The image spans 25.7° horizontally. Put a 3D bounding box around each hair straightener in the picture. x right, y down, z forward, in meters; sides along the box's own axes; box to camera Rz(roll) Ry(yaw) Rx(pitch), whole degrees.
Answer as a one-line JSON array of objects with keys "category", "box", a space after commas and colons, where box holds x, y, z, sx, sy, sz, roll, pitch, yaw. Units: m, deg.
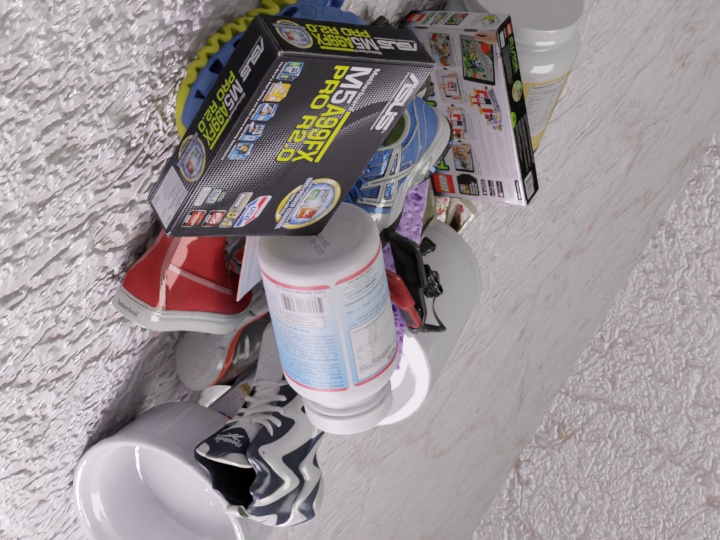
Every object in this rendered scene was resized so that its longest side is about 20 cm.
[{"category": "hair straightener", "box": [0.062, 0.010, 1.533, 0.077, 0.041, 0.200, -58, 153, -13]}]

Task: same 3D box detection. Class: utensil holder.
[{"category": "utensil holder", "box": [0.028, 0.053, 1.740, 0.170, 0.170, 0.200, -65, 175, 35]}]

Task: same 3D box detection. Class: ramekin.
[{"category": "ramekin", "box": [-0.178, 0.228, 1.581, 0.098, 0.200, 0.201, -46, 164, -50]}]

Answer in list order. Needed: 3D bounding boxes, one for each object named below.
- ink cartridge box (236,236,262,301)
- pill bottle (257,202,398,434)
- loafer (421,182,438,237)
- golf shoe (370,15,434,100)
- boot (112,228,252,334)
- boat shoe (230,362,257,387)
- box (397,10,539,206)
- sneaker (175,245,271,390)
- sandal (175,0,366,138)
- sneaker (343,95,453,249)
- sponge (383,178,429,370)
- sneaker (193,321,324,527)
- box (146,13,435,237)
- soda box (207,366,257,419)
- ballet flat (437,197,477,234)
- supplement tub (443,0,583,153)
[{"category": "ink cartridge box", "box": [-0.067, -0.094, 1.414, 0.174, 0.044, 0.200, -41, 151, -48]}, {"category": "pill bottle", "box": [-0.024, 0.046, 1.410, 0.109, 0.109, 0.200, -41, 137, -35]}, {"category": "loafer", "box": [0.048, -0.061, 1.699, 0.068, 0.076, 0.200, 58, 40, -38]}, {"category": "golf shoe", "box": [0.017, -0.162, 1.529, 0.088, 0.077, 0.200, -40, 160, -20]}, {"category": "boot", "box": [-0.130, -0.020, 1.430, 0.144, 0.072, 0.200, -61, 162, 10]}, {"category": "boat shoe", "box": [-0.095, 0.047, 1.657, 0.066, 0.072, 0.200, -35, 145, -46]}, {"category": "box", "box": [0.109, -0.161, 1.574, 0.035, 0.110, 0.200, -50, 138, -42]}, {"category": "sneaker", "box": [-0.104, 0.040, 1.576, 0.200, 0.077, 0.082, -48, 146, 22]}, {"category": "sandal", "box": [-0.067, -0.167, 1.271, 0.200, 0.087, 0.080, -46, 163, -18]}, {"category": "sneaker", "box": [0.005, -0.082, 1.480, 0.077, 0.076, 0.200, 43, 73, -44]}, {"category": "sponge", "box": [0.000, 0.000, 1.574, 0.111, 0.030, 0.200, 6, 96, -25]}, {"category": "sneaker", "box": [-0.097, 0.142, 1.482, 0.130, 0.079, 0.199, 6, 89, -54]}, {"category": "box", "box": [-0.056, -0.109, 1.246, 0.160, 0.044, 0.200, -1, 139, -42]}, {"category": "soda box", "box": [-0.134, 0.165, 1.671, 0.064, 0.068, 0.200, -39, 180, -40]}, {"category": "ballet flat", "box": [0.124, -0.098, 1.965, 0.076, 0.064, 0.200, -40, 159, -35]}, {"category": "supplement tub", "box": [0.142, -0.212, 1.641, 0.145, 0.145, 0.200, -39, 158, -39]}]
